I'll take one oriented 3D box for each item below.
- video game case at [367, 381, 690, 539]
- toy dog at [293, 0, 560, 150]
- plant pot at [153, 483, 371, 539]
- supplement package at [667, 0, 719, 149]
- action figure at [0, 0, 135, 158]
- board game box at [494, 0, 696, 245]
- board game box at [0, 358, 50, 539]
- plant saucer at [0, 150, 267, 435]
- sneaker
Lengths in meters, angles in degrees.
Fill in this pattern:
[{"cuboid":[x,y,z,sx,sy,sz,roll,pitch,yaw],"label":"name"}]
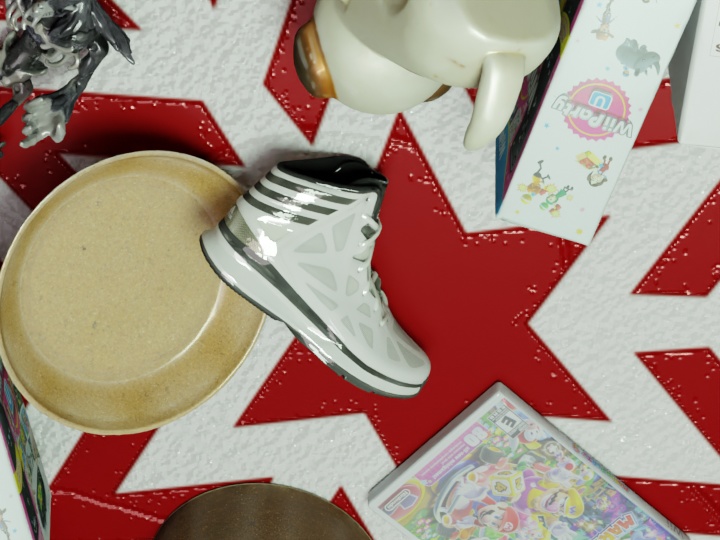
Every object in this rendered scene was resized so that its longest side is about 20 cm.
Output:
[{"cuboid":[0.124,0.185,1.466,0.200,0.018,0.143,39,116,-18],"label":"video game case"},{"cuboid":[0.044,-0.158,1.181,0.138,0.200,0.196,-13,85,-28],"label":"toy dog"},{"cuboid":[-0.078,0.290,1.441,0.185,0.201,0.188,2,122,3],"label":"plant pot"},{"cuboid":[0.255,-0.183,1.170,0.118,0.122,0.202,6,122,1],"label":"supplement package"},{"cuboid":[-0.223,-0.129,1.259,0.119,0.102,0.200,41,118,-6],"label":"action figure"},{"cuboid":[0.141,-0.140,1.191,0.064,0.148,0.201,15,121,-6],"label":"board game box"},{"cuboid":[-0.264,0.106,1.347,0.064,0.148,0.202,-15,111,-3],"label":"board game box"},{"cuboid":[-0.155,0.011,1.334,0.199,0.035,0.202,-12,115,-25],"label":"plant saucer"},{"cuboid":[0.000,0.000,1.332,0.200,0.076,0.115,37,105,-30],"label":"sneaker"}]
